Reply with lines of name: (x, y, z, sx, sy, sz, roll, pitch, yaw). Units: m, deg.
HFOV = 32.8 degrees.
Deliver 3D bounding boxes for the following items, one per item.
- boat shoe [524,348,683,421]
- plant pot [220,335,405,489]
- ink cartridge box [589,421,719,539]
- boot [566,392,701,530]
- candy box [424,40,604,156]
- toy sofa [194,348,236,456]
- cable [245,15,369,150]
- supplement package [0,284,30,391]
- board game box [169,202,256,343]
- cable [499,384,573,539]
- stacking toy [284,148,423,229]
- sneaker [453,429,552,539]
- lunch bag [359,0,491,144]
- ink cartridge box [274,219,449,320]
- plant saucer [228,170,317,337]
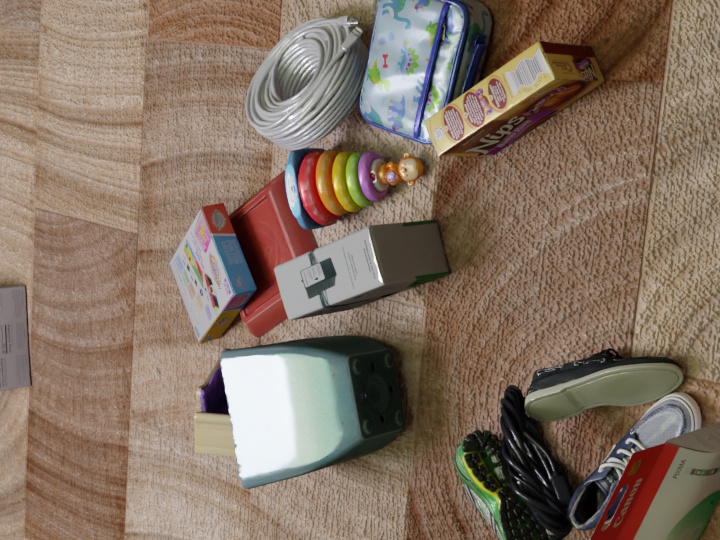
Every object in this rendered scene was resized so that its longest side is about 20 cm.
boat shoe: (0.294, 0.128, 1.490, 0.198, 0.075, 0.067, -22, 39, 30)
plant pot: (-0.052, 0.187, 1.744, 0.198, 0.195, 0.199, -14, 84, 34)
ink cartridge box: (0.341, 0.261, 1.370, 0.050, 0.199, 0.163, 36, 117, 34)
boot: (0.325, 0.233, 1.455, 0.073, 0.090, 0.201, 44, 122, 29)
candy box: (0.189, -0.210, 1.521, 0.199, 0.116, 0.057, -33, 73, 39)
toy sofa: (-0.189, 0.196, 1.853, 0.082, 0.200, 0.099, 6, 107, 5)
cable: (-0.076, -0.269, 1.745, 0.199, 0.069, 0.201, 24, 82, 52)
supplement package: (-0.747, 0.132, 2.430, 0.154, 0.110, 0.203, 1, 94, 42)
board game box: (-0.238, 0.007, 1.950, 0.200, 0.040, 0.155, -47, 62, 56)
cable: (0.209, 0.238, 1.523, 0.050, 0.163, 0.202, -25, 68, 19)
stacking toy: (0.001, -0.128, 1.729, 0.198, 0.109, 0.118, -7, 93, 31)
sneaker: (0.192, 0.307, 1.613, 0.202, 0.077, 0.085, 61, 160, 13)
lunch bag: (0.086, -0.276, 1.636, 0.160, 0.082, 0.202, 29, 114, 34)
ink cartridge box: (0.000, 0.000, 1.699, 0.199, 0.146, 0.084, -21, 81, 43)
plant saucer: (-0.152, -0.022, 1.912, 0.199, 0.036, 0.202, -34, 72, 40)
